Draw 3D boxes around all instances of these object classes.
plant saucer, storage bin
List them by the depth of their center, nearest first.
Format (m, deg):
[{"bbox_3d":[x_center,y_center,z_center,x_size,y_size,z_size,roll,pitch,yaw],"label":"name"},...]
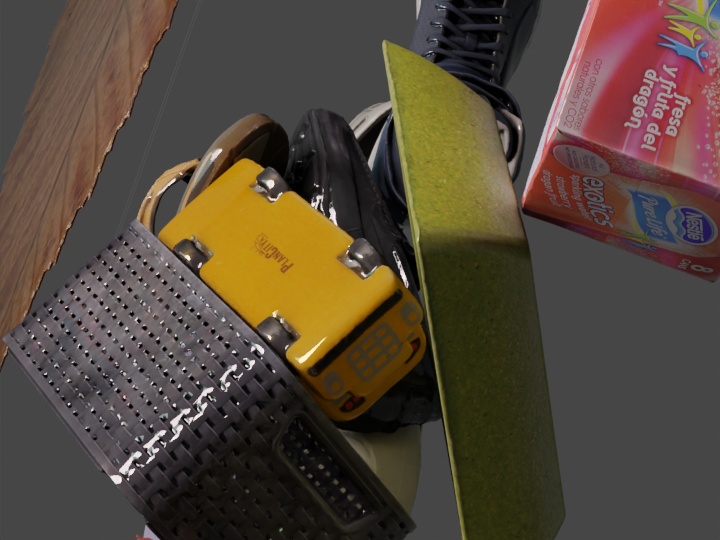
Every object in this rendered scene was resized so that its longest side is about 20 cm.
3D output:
[{"bbox_3d":[0.053,0.021,1.049,0.200,0.047,0.201,-97,-2,-61],"label":"plant saucer"},{"bbox_3d":[-0.076,0.077,1.118,0.094,0.135,0.200,-41,32,-5],"label":"storage bin"}]

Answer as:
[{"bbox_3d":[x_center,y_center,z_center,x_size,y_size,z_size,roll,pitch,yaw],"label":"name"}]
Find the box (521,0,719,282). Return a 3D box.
[{"bbox_3d":[0.145,-0.112,0.981,0.103,0.094,0.201,108,-178,-71],"label":"box"}]

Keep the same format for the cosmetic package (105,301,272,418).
[{"bbox_3d":[-0.082,0.032,1.470,0.201,0.101,0.074,-60,17,6],"label":"cosmetic package"}]

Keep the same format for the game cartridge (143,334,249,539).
[{"bbox_3d":[-0.092,0.124,1.337,0.130,0.038,0.202,173,108,-73],"label":"game cartridge"}]

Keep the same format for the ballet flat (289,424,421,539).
[{"bbox_3d":[-0.018,0.141,1.175,0.069,0.069,0.201,-34,37,57],"label":"ballet flat"}]

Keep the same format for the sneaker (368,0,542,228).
[{"bbox_3d":[0.063,-0.118,1.274,0.146,0.076,0.204,-160,86,-84],"label":"sneaker"}]

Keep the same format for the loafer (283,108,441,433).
[{"bbox_3d":[0.000,0.000,1.236,0.068,0.070,0.202,121,146,-44],"label":"loafer"}]

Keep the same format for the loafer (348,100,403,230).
[{"bbox_3d":[-0.015,-0.014,1.381,0.070,0.069,0.201,122,170,-67],"label":"loafer"}]

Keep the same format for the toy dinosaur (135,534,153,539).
[{"bbox_3d":[-0.081,0.176,1.095,0.200,0.105,0.182,-53,1,29],"label":"toy dinosaur"}]

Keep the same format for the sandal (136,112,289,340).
[{"bbox_3d":[-0.092,-0.026,1.279,0.082,0.055,0.200,-43,-10,-26],"label":"sandal"}]

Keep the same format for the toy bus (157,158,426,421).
[{"bbox_3d":[-0.031,0.010,1.120,0.065,0.078,0.200,-40,32,-7],"label":"toy bus"}]

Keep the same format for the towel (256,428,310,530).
[{"bbox_3d":[-0.041,0.143,1.324,0.200,0.031,0.150,-34,32,62],"label":"towel"}]
